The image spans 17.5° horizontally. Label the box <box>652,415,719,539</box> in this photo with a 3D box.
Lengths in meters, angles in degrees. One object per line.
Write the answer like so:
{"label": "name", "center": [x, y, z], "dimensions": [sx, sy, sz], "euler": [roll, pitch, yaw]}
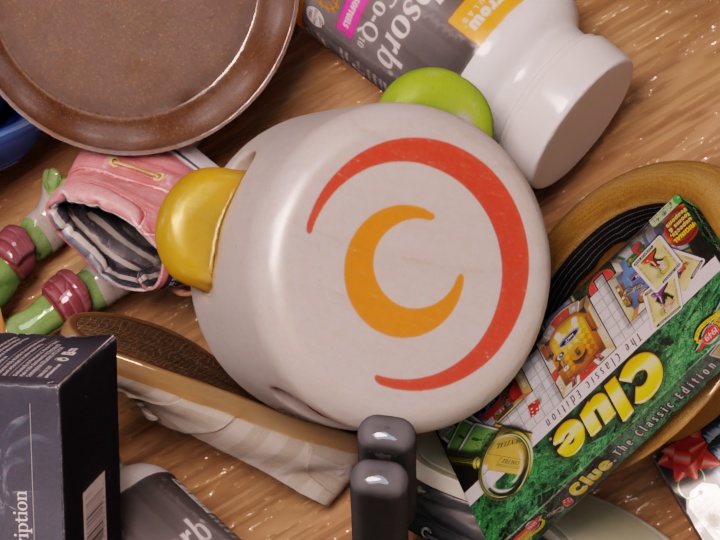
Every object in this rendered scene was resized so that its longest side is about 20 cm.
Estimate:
{"label": "box", "center": [0.275, 0.158, 1.336], "dimensions": [0.136, 0.040, 0.201], "euler": [-31, 73, 3]}

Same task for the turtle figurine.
{"label": "turtle figurine", "center": [-0.235, 0.012, 1.402], "dimensions": [0.194, 0.144, 0.201], "euler": [-40, 114, -19]}

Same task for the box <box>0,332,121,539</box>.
{"label": "box", "center": [-0.228, 0.138, 1.256], "dimensions": [0.181, 0.104, 0.201], "euler": [2, 104, 11]}

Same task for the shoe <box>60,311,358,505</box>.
{"label": "shoe", "center": [-0.089, 0.083, 1.384], "dimensions": [0.199, 0.070, 0.054], "euler": [23, 107, -13]}

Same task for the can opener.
{"label": "can opener", "center": [0.025, 0.143, 1.311], "dimensions": [0.066, 0.200, 0.053], "euler": [4, 60, 8]}

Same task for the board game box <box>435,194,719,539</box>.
{"label": "board game box", "center": [0.129, 0.060, 1.290], "dimensions": [0.200, 0.023, 0.105], "euler": [-46, 42, 18]}

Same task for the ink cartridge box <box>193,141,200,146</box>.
{"label": "ink cartridge box", "center": [-0.116, -0.195, 1.476], "dimensions": [0.145, 0.083, 0.200], "euler": [35, 86, 17]}

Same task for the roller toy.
{"label": "roller toy", "center": [0.000, 0.000, 1.321], "dimensions": [0.199, 0.140, 0.183], "euler": [-28, 101, -21]}

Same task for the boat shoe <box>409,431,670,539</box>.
{"label": "boat shoe", "center": [0.107, 0.166, 1.355], "dimensions": [0.198, 0.075, 0.066], "euler": [25, 117, 12]}

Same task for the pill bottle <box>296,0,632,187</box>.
{"label": "pill bottle", "center": [0.058, -0.146, 1.406], "dimensions": [0.200, 0.116, 0.117], "euler": [39, 86, 17]}

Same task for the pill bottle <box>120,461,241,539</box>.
{"label": "pill bottle", "center": [-0.122, 0.186, 1.364], "dimensions": [0.200, 0.116, 0.116], "euler": [41, 86, 17]}

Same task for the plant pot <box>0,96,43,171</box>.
{"label": "plant pot", "center": [-0.315, -0.134, 1.406], "dimensions": [0.199, 0.200, 0.181], "euler": [14, 121, 38]}

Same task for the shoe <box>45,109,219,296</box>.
{"label": "shoe", "center": [-0.090, -0.009, 1.394], "dimensions": [0.200, 0.072, 0.091], "euler": [35, 46, -4]}

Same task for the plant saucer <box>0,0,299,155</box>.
{"label": "plant saucer", "center": [-0.135, -0.168, 1.364], "dimensions": [0.199, 0.034, 0.202], "euler": [-2, 98, -14]}

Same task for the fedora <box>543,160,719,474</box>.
{"label": "fedora", "center": [0.168, 0.037, 1.347], "dimensions": [0.200, 0.082, 0.202], "euler": [-26, 50, 35]}
